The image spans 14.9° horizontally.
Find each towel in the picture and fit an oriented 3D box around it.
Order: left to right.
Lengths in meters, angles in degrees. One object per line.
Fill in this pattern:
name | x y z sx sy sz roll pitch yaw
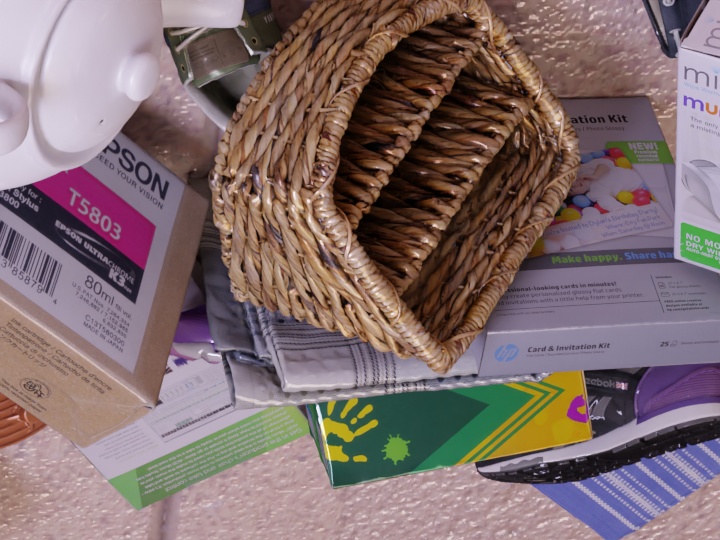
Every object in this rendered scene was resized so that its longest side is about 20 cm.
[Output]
towel | 0.000 0.000 1.668 0.199 0.193 0.035 -6 138 -11
towel | 0.213 0.112 1.973 0.200 0.024 0.145 -36 131 21

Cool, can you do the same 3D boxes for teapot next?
teapot | -0.172 -0.120 1.430 0.145 0.201 0.198 23 166 23

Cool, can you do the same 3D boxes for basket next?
basket | 0.025 -0.069 1.568 0.148 0.200 0.143 19 141 24

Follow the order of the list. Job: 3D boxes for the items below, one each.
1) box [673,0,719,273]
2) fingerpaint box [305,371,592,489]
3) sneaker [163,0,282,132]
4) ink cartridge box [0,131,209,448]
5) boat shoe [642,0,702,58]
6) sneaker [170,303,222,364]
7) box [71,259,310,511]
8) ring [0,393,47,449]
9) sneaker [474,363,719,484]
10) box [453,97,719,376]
box | 0.259 -0.120 1.597 0.096 0.200 0.177 19 142 20
fingerpaint box | 0.048 0.072 1.758 0.166 0.200 0.074 -10 97 -3
sneaker | -0.083 -0.149 1.562 0.067 0.090 0.201 -19 137 7
ink cartridge box | -0.193 -0.022 1.579 0.200 0.165 0.075 37 135 -28
boat shoe | 0.169 -0.191 1.595 0.060 0.076 0.200 -29 135 9
sneaker | -0.033 0.006 1.746 0.199 0.080 0.089 -13 98 -11
box | -0.136 0.071 1.825 0.144 0.036 0.200 -24 135 11
ring | -0.228 0.014 1.660 0.199 0.019 0.202 -7 103 -33
sneaker | 0.166 0.090 1.902 0.199 0.088 0.076 -19 161 30
box | 0.126 -0.024 1.667 0.155 0.201 0.041 -2 134 -12
